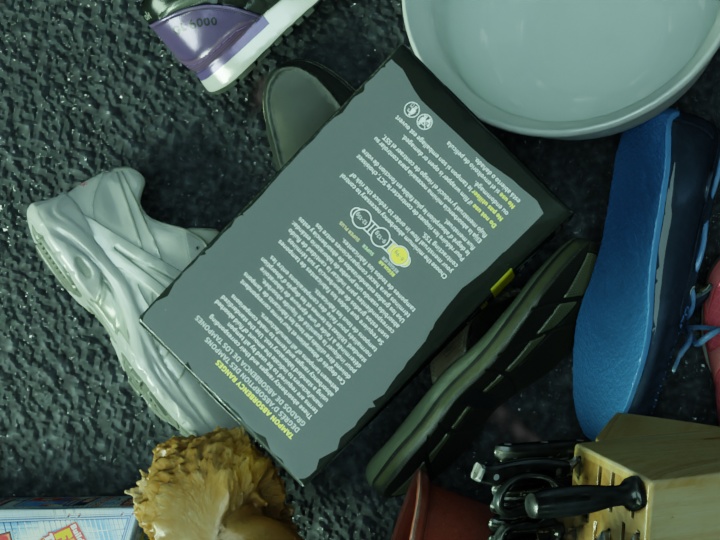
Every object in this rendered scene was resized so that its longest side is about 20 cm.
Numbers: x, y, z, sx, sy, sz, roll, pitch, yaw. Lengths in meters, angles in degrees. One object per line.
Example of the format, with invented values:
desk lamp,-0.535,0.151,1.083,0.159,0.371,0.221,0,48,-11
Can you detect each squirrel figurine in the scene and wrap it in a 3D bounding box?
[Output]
squirrel figurine,-0.061,0.185,0.975,0.141,0.187,0.201,-19,75,12

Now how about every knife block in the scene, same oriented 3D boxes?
knife block,0.161,0.131,0.868,0.199,0.175,0.064,7,103,18

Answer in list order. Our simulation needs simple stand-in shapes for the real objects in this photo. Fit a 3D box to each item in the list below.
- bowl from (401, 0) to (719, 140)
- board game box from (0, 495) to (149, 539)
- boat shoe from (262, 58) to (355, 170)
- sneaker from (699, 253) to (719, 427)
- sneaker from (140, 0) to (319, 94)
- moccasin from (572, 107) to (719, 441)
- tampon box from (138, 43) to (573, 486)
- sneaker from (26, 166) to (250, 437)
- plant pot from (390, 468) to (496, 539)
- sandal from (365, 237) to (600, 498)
bowl,0.130,-0.156,0.972,0.200,0.090,0.202,-6,69,17
board game box,-0.210,0.221,1.058,0.199,0.062,0.201,-16,88,9
boat shoe,-0.005,-0.041,1.024,0.073,0.063,0.202,-25,86,10
sneaker,0.244,0.084,0.975,0.073,0.087,0.201,-7,90,7
sneaker,-0.047,-0.204,1.006,0.200,0.076,0.088,-43,108,6
moccasin,0.180,0.008,0.976,0.068,0.080,0.201,5,105,-29
tampon box,0.000,0.000,0.918,0.126,0.150,0.200,45,92,3
sneaker,-0.116,0.020,1.036,0.099,0.078,0.201,-36,97,-16
plant pot,0.101,0.237,0.956,0.194,0.201,0.202,15,93,-1
sandal,0.068,0.052,1.008,0.201,0.080,0.057,-45,59,5
